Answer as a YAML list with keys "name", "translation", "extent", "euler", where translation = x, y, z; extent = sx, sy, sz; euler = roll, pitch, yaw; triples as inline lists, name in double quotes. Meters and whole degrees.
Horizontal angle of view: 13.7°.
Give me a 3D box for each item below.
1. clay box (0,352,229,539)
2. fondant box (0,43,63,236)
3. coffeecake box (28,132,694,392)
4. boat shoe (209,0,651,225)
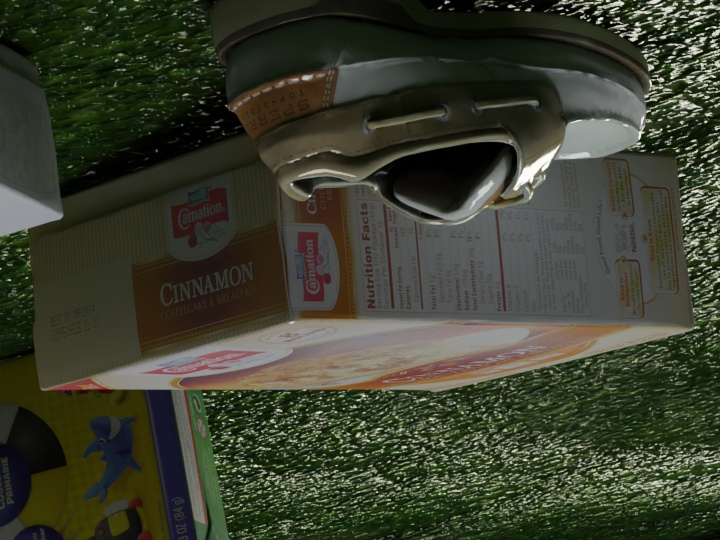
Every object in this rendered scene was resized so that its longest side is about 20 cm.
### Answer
- name: "clay box"
  translation: [-0.164, 0.103, 1.337]
  extent: [0.200, 0.115, 0.048]
  euler: [-16, 164, 15]
- name: "fondant box"
  translation: [-0.214, -0.030, 0.926]
  extent: [0.200, 0.058, 0.144]
  euler: [-17, 164, 16]
- name: "coffeecake box"
  translation: [0.000, 0.000, 1.127]
  extent: [0.200, 0.073, 0.153]
  euler: [2, 168, -40]
- name: "boat shoe"
  translation: [0.029, -0.049, 1.009]
  extent: [0.075, 0.068, 0.200]
  euler: [-24, 160, 40]
